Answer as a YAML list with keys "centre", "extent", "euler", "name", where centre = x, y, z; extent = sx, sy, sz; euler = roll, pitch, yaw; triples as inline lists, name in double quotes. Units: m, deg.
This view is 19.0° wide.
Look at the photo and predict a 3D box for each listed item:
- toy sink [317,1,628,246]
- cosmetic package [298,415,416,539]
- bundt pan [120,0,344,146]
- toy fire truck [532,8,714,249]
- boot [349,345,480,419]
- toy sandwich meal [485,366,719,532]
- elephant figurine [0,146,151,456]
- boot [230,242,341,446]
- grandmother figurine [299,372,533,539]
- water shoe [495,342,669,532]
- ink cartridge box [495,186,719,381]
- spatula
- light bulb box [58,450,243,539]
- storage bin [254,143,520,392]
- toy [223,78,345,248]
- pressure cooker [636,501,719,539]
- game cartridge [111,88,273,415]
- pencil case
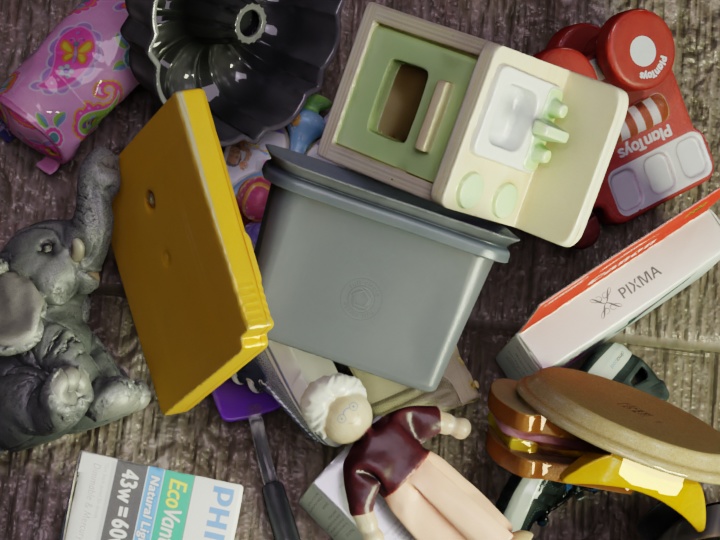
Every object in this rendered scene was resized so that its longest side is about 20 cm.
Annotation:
- centre: [0.083, -0.113, 1.655]
  extent: [0.199, 0.112, 0.131]
  euler: [25, 98, 38]
  name: "toy sink"
- centre: [0.050, 0.217, 1.675]
  extent: [0.200, 0.113, 0.081]
  euler: [44, 75, 3]
  name: "cosmetic package"
- centre: [-0.111, -0.205, 1.716]
  extent: [0.075, 0.202, 0.202]
  euler: [23, 68, 42]
  name: "bundt pan"
- centre: [0.191, -0.113, 1.778]
  extent: [0.199, 0.112, 0.169]
  euler: [-27, 99, -24]
  name: "toy fire truck"
- centre: [0.063, 0.033, 1.744]
  extent: [0.199, 0.073, 0.156]
  euler: [-29, 88, -25]
  name: "boot"
- centre: [0.191, 0.136, 1.629]
  extent: [0.204, 0.205, 0.071]
  euler: [20, 100, -3]
  name: "toy sandwich meal"
- centre: [-0.248, 0.029, 1.671]
  extent: [0.154, 0.141, 0.202]
  euler: [-16, 85, -27]
  name: "elephant figurine"
- centre: [-0.088, 0.067, 1.711]
  extent: [0.090, 0.073, 0.201]
  euler: [-34, 81, 20]
  name: "boot"
- centre: [0.037, 0.151, 1.604]
  extent: [0.200, 0.061, 0.121]
  euler: [42, 63, 1]
  name: "grandmother figurine"
- centre: [0.179, 0.152, 1.729]
  extent: [0.079, 0.072, 0.201]
  euler: [35, 74, 0]
  name: "water shoe"
- centre: [0.212, 0.015, 1.715]
  extent: [0.199, 0.174, 0.044]
  euler: [-32, 82, -14]
  name: "ink cartridge box"
- centre: [-0.075, 0.155, 1.718]
  extent: [0.056, 0.021, 0.202]
  euler: [-15, 79, -11]
  name: "spatula"
- centre: [-0.172, 0.253, 1.587]
  extent: [0.124, 0.200, 0.200]
  euler: [12, 74, -5]
  name: "light bulb box"
- centre: [0.000, 0.000, 1.635]
  extent: [0.199, 0.146, 0.135]
  euler: [20, 96, -7]
  name: "storage bin"
- centre: [-0.066, -0.055, 1.758]
  extent: [0.114, 0.047, 0.202]
  euler: [17, 74, -2]
  name: "toy"
- centre: [0.293, 0.272, 1.658]
  extent: [0.177, 0.200, 0.178]
  euler: [3, 98, 12]
  name: "pressure cooker"
- centre: [-0.134, -0.011, 1.629]
  extent: [0.032, 0.176, 0.201]
  euler: [-11, 75, -32]
  name: "game cartridge"
- centre: [-0.211, -0.175, 1.752]
  extent: [0.087, 0.087, 0.200]
  euler: [39, 75, 3]
  name: "pencil case"
